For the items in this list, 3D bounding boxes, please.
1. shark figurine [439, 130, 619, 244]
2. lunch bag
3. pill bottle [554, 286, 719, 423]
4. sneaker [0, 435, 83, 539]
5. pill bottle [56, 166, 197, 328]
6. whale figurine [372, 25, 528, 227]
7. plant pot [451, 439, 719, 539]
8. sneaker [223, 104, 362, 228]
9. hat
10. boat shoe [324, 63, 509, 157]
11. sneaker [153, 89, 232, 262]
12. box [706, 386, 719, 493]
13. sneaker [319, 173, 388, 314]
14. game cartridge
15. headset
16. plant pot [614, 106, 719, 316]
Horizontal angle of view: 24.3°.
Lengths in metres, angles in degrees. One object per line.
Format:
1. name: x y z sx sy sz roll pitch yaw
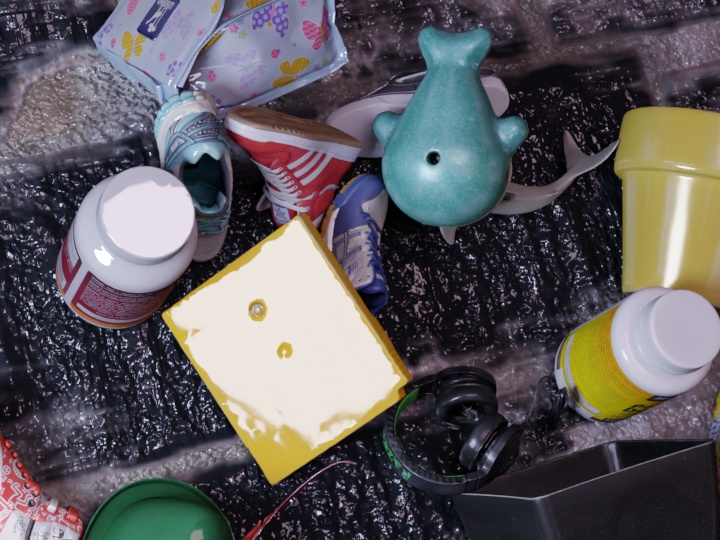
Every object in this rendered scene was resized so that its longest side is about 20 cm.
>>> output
1. shark figurine: 0.161 -0.089 1.736 0.213 0.089 0.129 2 90 -19
2. lunch bag: -0.141 -0.237 1.634 0.199 0.169 0.128 -28 127 -21
3. pill bottle: 0.280 0.082 1.672 0.109 0.200 0.110 5 72 -16
4. sneaker: -0.311 0.203 1.515 0.107 0.067 0.203 -2 78 -20
5. pill bottle: -0.213 -0.023 1.541 0.112 0.200 0.114 5 73 -17
6. whale figurine: 0.085 -0.144 1.652 0.158 0.104 0.201 5 91 15
7. plant pot: 0.232 0.273 1.614 0.199 0.199 0.178 -15 90 -22
8. sneaker: -0.079 -0.093 1.625 0.071 0.200 0.113 33 103 30
9. hat: -0.137 0.249 1.479 0.165 0.176 0.201 25 64 -27
10. boat shoe: 0.053 -0.177 1.752 0.199 0.072 0.068 -17 46 -9
11. sneaker: -0.157 -0.069 1.579 0.077 0.201 0.087 -16 50 -13
12. box: 0.474 0.183 1.750 0.192 0.122 0.201 22 68 -10
13. sneaker: 0.000 0.000 1.656 0.075 0.088 0.201 39 66 -50
14. game cartridge: -0.068 0.076 1.599 0.176 0.032 0.201 -34 87 16
15. headset: 0.117 0.158 1.666 0.199 0.094 0.124 -18 58 -17
16. plant pot: 0.355 -0.056 1.754 0.200 0.201 0.190 14 86 -14
